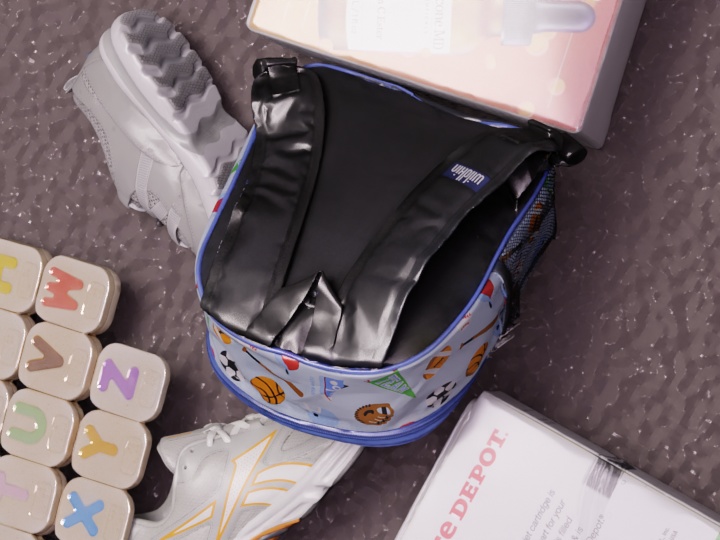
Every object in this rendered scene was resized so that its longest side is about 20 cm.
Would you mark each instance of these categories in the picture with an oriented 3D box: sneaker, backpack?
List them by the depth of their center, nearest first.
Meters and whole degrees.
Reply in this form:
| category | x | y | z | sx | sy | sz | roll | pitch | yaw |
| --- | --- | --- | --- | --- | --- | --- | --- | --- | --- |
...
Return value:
| category | x | y | z | sx | sy | sz | roll | pitch | yaw |
| --- | --- | --- | --- | --- | --- | --- | --- | --- | --- |
| backpack | 0.000 | 0.000 | 1.581 | 0.199 | 0.155 | 0.191 | 16 | 50 | 22 |
| sneaker | -0.064 | 0.109 | 1.659 | 0.092 | 0.076 | 0.200 | 41 | 96 | -1 |
| sneaker | -0.100 | -0.051 | 1.693 | 0.082 | 0.075 | 0.201 | -34 | 83 | 38 |

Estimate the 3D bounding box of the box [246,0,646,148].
| category | x | y | z | sx | sy | sz | roll | pitch | yaw |
| --- | --- | --- | --- | --- | --- | --- | --- | --- | --- |
| box | 0.060 | -0.173 | 1.633 | 0.199 | 0.106 | 0.153 | 18 | 91 | 12 |

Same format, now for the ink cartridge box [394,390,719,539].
| category | x | y | z | sx | sy | sz | roll | pitch | yaw |
| --- | --- | --- | --- | --- | --- | --- | --- | --- | --- |
| ink cartridge box | 0.123 | 0.175 | 1.620 | 0.199 | 0.084 | 0.146 | 30 | 94 | 11 |

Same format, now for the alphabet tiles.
| category | x | y | z | sx | sy | sz | roll | pitch | yaw |
| --- | --- | --- | --- | --- | --- | --- | --- | --- | --- |
| alphabet tiles | -0.205 | 0.086 | 1.696 | 0.195 | 0.015 | 0.201 | 16 | 92 | 30 |
